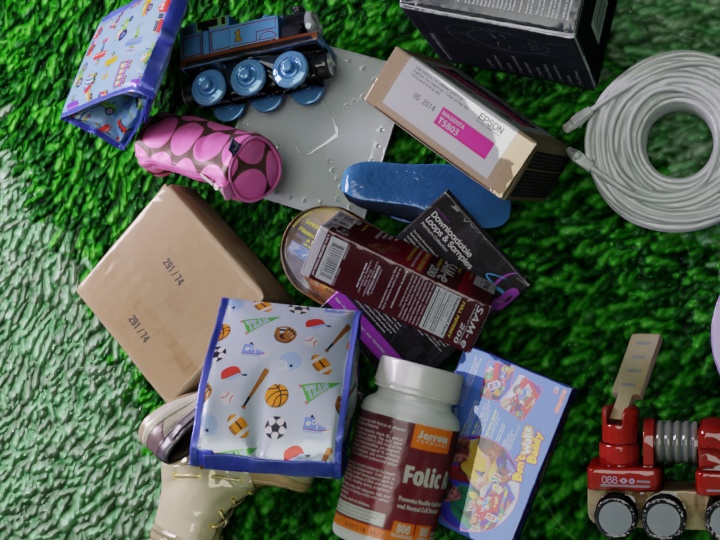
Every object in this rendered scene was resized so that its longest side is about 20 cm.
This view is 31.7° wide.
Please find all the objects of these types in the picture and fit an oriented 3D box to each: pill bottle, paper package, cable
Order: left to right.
[{"bbox_3d":[-0.215,0.032,1.543,0.191,0.103,0.200,-47,73,9],"label":"paper package"},{"bbox_3d":[0.045,0.201,1.387,0.113,0.114,0.202,13,87,19],"label":"pill bottle"},{"bbox_3d":[0.349,-0.140,1.399,0.200,0.069,0.201,-41,74,9],"label":"cable"}]

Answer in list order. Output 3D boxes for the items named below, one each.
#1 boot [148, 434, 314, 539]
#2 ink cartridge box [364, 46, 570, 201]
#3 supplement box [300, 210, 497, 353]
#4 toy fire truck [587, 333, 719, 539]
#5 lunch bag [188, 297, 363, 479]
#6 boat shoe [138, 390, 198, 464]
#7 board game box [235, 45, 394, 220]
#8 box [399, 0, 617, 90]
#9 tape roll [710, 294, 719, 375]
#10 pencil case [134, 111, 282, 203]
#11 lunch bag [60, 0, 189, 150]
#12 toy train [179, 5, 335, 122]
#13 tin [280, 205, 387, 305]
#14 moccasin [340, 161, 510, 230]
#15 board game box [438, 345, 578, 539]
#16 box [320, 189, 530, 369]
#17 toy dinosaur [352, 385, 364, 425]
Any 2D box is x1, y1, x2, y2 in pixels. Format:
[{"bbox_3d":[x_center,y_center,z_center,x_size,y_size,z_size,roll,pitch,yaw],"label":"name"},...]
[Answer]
[{"bbox_3d":[-0.156,0.283,1.513,0.198,0.073,0.157,10,89,16],"label":"boot"},{"bbox_3d":[0.125,-0.162,1.419,0.199,0.164,0.075,38,105,17],"label":"ink cartridge box"},{"bbox_3d":[0.045,0.010,1.368,0.198,0.109,0.061,26,104,4],"label":"supplement box"},{"bbox_3d":[0.333,0.174,1.354,0.174,0.129,0.203,-1,93,17],"label":"toy fire truck"},{"bbox_3d":[-0.088,0.141,1.374,0.168,0.125,0.201,3,41,4],"label":"lunch bag"},{"bbox_3d":[-0.162,0.164,1.491,0.199,0.072,0.065,-28,52,-23],"label":"boat shoe"},{"bbox_3d":[-0.055,-0.173,1.555,0.198,0.026,0.202,18,89,19],"label":"board game box"},{"bbox_3d":[0.170,-0.300,1.405,0.195,0.200,0.125,12,86,18],"label":"box"},{"bbox_3d":[0.473,0.071,1.336,0.198,0.066,0.203,-2,83,18],"label":"tape roll"},{"bbox_3d":[-0.191,-0.137,1.528,0.199,0.091,0.094,17,58,44],"label":"pencil case"},{"bbox_3d":[-0.268,-0.254,1.520,0.093,0.199,0.152,26,68,-22],"label":"lunch bag"},{"bbox_3d":[-0.126,-0.254,1.531,0.198,0.087,0.116,-10,75,17],"label":"toy train"},{"bbox_3d":[0.000,0.000,1.496,0.199,0.042,0.113,32,105,10],"label":"tin"},{"bbox_3d":[0.078,-0.090,1.478,0.198,0.068,0.081,16,78,5],"label":"moccasin"},{"bbox_3d":[0.147,0.201,1.437,0.133,0.045,0.202,23,91,19],"label":"board game box"},{"bbox_3d":[0.074,0.027,1.440,0.200,0.036,0.143,-42,92,16],"label":"box"},{"bbox_3d":[-0.043,0.151,1.481,0.087,0.048,0.201,23,62,3],"label":"toy dinosaur"}]
